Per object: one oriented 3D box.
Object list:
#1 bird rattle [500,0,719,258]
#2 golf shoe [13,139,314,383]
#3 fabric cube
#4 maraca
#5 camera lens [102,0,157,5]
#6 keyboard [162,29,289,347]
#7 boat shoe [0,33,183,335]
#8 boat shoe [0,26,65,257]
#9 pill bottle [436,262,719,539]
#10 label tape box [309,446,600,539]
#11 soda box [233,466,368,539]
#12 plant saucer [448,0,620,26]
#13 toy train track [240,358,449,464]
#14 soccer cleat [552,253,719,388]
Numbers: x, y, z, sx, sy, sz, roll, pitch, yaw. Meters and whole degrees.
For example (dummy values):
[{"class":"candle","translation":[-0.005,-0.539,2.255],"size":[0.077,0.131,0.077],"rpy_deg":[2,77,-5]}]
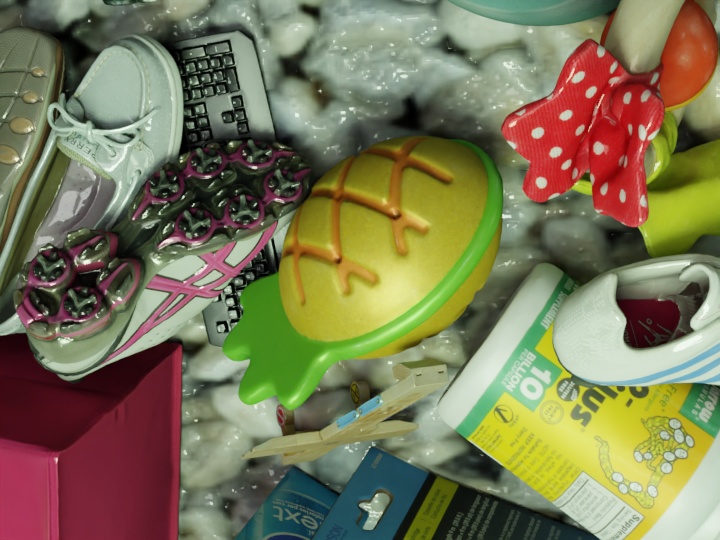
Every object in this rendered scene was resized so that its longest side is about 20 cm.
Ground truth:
[{"class":"bird rattle","translation":[0.141,-0.096,0.866],"size":[0.112,0.200,0.165],"rpy_deg":[16,83,29]},{"class":"golf shoe","translation":[-0.114,-0.007,0.992],"size":[0.199,0.092,0.073],"rpy_deg":[-31,61,-15]},{"class":"fabric cube","translation":[-0.240,0.152,1.041],"size":[0.197,0.200,0.199],"rpy_deg":[9,108,14]},{"class":"maraca","translation":[0.000,0.000,0.959],"size":[0.200,0.137,0.107],"rpy_deg":[-40,124,9]},{"class":"camera lens","translation":[-0.108,-0.254,0.899],"size":[0.158,0.160,0.202],"rpy_deg":[-4,105,18]},{"class":"keyboard","translation":[-0.097,-0.042,1.026],"size":[0.103,0.040,0.202],"rpy_deg":[-8,103,18]},{"class":"boat shoe","translation":[-0.170,-0.049,1.003],"size":[0.074,0.065,0.203],"rpy_deg":[36,110,19]},{"class":"boat shoe","translation":[-0.232,-0.058,1.046],"size":[0.075,0.072,0.202],"rpy_deg":[27,102,18]},{"class":"pill bottle","translation":[0.153,0.096,0.954],"size":[0.199,0.113,0.113],"rpy_deg":[37,113,4]},{"class":"label tape box","translation":[0.071,0.197,0.992],"size":[0.198,0.144,0.064],"rpy_deg":[20,113,10]},{"class":"soda box","translation":[-0.060,0.200,1.001],"size":[0.064,0.200,0.068],"rpy_deg":[30,113,5]},{"class":"plant saucer","translation":[0.078,-0.213,0.885],"size":[0.198,0.036,0.202],"rpy_deg":[15,132,17]},{"class":"toy train track","translation":[-0.004,0.079,0.986],"size":[0.200,0.114,0.033],"rpy_deg":[-37,62,59]},{"class":"soccer cleat","translation":[0.201,0.026,0.889],"size":[0.198,0.086,0.071],"rpy_deg":[-5,66,-19]}]
